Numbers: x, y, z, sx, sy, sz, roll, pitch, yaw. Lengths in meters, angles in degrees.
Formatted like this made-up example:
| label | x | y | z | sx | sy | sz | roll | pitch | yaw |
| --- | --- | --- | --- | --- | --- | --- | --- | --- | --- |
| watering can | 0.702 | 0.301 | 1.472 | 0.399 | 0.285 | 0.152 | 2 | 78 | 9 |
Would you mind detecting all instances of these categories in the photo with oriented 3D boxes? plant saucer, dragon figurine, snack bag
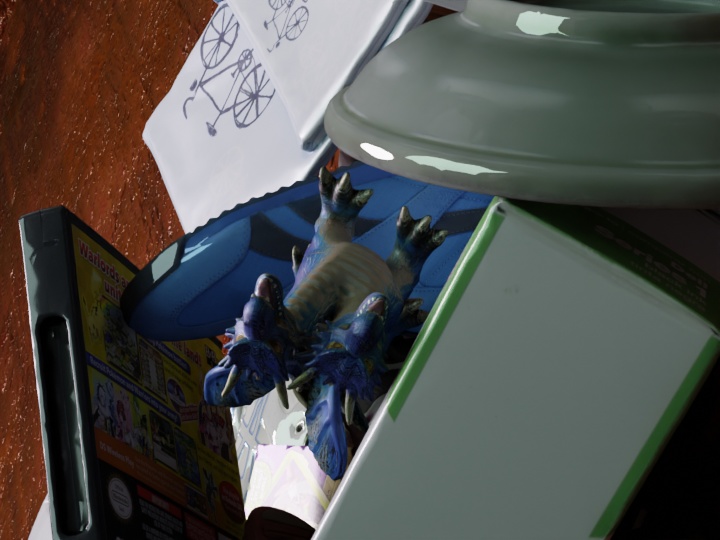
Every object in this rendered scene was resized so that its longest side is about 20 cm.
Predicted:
| label | x | y | z | sx | sy | sz | roll | pitch | yaw |
| --- | --- | --- | --- | --- | --- | --- | --- | --- | --- |
| plant saucer | 0.087 | -0.067 | 0.609 | 0.200 | 0.198 | 0.051 | -136 | 44 | -68 |
| dragon figurine | -0.018 | 0.034 | 0.659 | 0.100 | 0.059 | 0.200 | -59 | -4 | -28 |
| snack bag | -0.045 | -0.102 | 0.896 | 0.201 | 0.021 | 0.189 | -56 | 33 | 21 |

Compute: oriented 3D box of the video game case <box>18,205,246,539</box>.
| label | x | y | z | sx | sy | sz | roll | pitch | yaw |
| --- | --- | --- | --- | --- | --- | --- | --- | --- | --- |
| video game case | -0.090 | 0.090 | 0.808 | 0.200 | 0.025 | 0.182 | 51 | -153 | -66 |

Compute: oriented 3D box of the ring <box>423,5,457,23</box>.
| label | x | y | z | sx | sy | sz | roll | pitch | yaw |
| --- | --- | --- | --- | --- | --- | --- | --- | --- | --- |
| ring | 0.025 | -0.048 | 0.867 | 0.199 | 0.019 | 0.203 | 1 | 91 | 41 |

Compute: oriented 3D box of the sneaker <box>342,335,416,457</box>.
| label | x | y | z | sx | sy | sz | roll | pitch | yaw |
| --- | --- | --- | --- | --- | --- | --- | --- | --- | --- |
| sneaker | 0.006 | 0.084 | 0.828 | 0.200 | 0.075 | 0.116 | 54 | 137 | 37 |

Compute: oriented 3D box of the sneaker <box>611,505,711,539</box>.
| label | x | y | z | sx | sy | sz | roll | pitch | yaw |
| --- | --- | --- | --- | --- | --- | --- | --- | --- | --- |
| sneaker | 0.068 | 0.156 | 0.700 | 0.200 | 0.080 | 0.074 | -38 | 0 | 38 |

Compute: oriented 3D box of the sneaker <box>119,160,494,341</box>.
| label | x | y | z | sx | sy | sz | roll | pitch | yaw |
| --- | --- | --- | --- | --- | --- | --- | --- | --- | --- |
| sneaker | 0.000 | 0.000 | 0.774 | 0.066 | 0.198 | 0.079 | 89 | 160 | -77 |

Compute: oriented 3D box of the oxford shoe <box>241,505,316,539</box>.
| label | x | y | z | sx | sy | sz | roll | pitch | yaw |
| --- | --- | --- | --- | --- | --- | --- | --- | --- | --- |
| oxford shoe | -0.024 | 0.194 | 0.818 | 0.074 | 0.070 | 0.201 | -48 | 42 | 26 |

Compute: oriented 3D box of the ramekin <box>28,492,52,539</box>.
| label | x | y | z | sx | sy | sz | roll | pitch | yaw |
| --- | --- | --- | --- | --- | --- | --- | --- | --- | --- |
| ramekin | -0.159 | 0.223 | 1.183 | 0.202 | 0.093 | 0.204 | -163 | 90 | -71 |

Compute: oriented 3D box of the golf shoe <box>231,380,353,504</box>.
| label | x | y | z | sx | sy | sz | roll | pitch | yaw |
| --- | --- | --- | --- | --- | --- | --- | --- | --- | --- |
| golf shoe | -0.037 | 0.112 | 0.986 | 0.097 | 0.078 | 0.202 | -40 | 39 | 47 |

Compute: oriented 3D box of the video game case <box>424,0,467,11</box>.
| label | x | y | z | sx | sy | sz | roll | pitch | yaw |
| --- | --- | --- | --- | --- | --- | --- | --- | --- | --- |
| video game case | 0.110 | -0.140 | 0.636 | 0.200 | 0.181 | 0.024 | -45 | 38 | 52 |

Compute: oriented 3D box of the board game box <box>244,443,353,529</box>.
| label | x | y | z | sx | sy | sz | roll | pitch | yaw |
| --- | --- | --- | --- | --- | --- | --- | --- | --- | --- |
| board game box | -0.023 | 0.184 | 0.890 | 0.119 | 0.032 | 0.202 | -1 | 70 | 40 |

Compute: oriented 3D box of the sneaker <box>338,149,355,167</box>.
| label | x | y | z | sx | sy | sz | roll | pitch | yaw |
| --- | --- | --- | --- | --- | --- | --- | --- | --- | --- |
| sneaker | 0.013 | -0.038 | 0.975 | 0.081 | 0.076 | 0.201 | 125 | 154 | -53 |

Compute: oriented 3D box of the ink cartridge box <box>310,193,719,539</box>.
| label | x | y | z | sx | sy | sz | roll | pitch | yaw |
| --- | --- | --- | --- | --- | --- | --- | --- | --- | --- |
| ink cartridge box | 0.064 | 0.031 | 0.651 | 0.147 | 0.084 | 0.200 | -63 | -5 | 21 |
